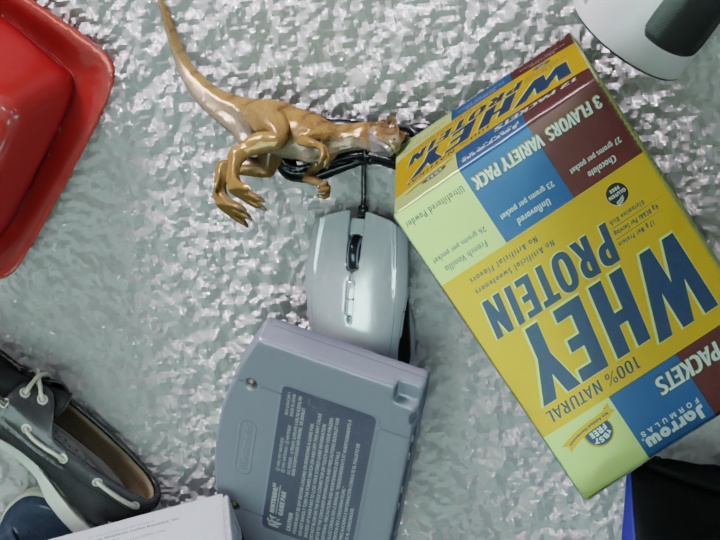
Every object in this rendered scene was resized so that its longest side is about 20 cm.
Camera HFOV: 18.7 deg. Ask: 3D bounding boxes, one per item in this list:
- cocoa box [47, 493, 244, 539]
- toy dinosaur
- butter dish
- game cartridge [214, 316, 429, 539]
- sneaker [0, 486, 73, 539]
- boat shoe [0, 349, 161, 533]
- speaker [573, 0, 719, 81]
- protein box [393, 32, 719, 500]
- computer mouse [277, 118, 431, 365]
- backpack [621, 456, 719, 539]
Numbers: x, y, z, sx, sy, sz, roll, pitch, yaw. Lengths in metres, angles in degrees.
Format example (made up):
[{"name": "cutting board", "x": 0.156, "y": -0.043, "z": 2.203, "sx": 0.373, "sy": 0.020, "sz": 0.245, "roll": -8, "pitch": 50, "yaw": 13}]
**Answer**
[{"name": "cocoa box", "x": -0.163, "y": 0.262, "z": 1.480, "sx": 0.198, "sy": 0.134, "sz": 0.132, "roll": -15, "pitch": 128, "yaw": 3}, {"name": "toy dinosaur", "x": -0.064, "y": -0.089, "z": 1.385, "sx": 0.199, "sy": 0.107, "sz": 0.061, "roll": 21, "pitch": 160, "yaw": 20}, {"name": "butter dish", "x": -0.293, "y": -0.093, "z": 1.417, "sx": 0.199, "sy": 0.148, "sz": 0.200, "roll": 33, "pitch": 118, "yaw": 1}, {"name": "game cartridge", "x": -0.031, "y": 0.123, "z": 1.465, "sx": 0.132, "sy": 0.041, "sz": 0.201, "roll": 16, "pitch": 131, "yaw": 6}, {"name": "sneaker", "x": -0.255, "y": 0.252, "z": 1.585, "sx": 0.074, "sy": 0.085, "sz": 0.201, "roll": 23, "pitch": 117, "yaw": 6}, {"name": "boat shoe", "x": -0.220, "y": 0.105, "z": 1.519, "sx": 0.060, "sy": 0.074, "sz": 0.200, "roll": -35, "pitch": 102, "yaw": 26}, {"name": "speaker", "x": 0.209, "y": -0.210, "z": 1.251, "sx": 0.081, "sy": 0.081, "sz": 0.201, "roll": 36, "pitch": 117, "yaw": 0}, {"name": "protein box", "x": 0.126, "y": -0.009, "z": 1.276, "sx": 0.134, "sy": 0.200, "sz": 0.199, "roll": -33, "pitch": 100, "yaw": 8}, {"name": "computer mouse", "x": 0.000, "y": 0.000, "z": 1.423, "sx": 0.109, "sy": 0.044, "sz": 0.202, "roll": 4, "pitch": 113, "yaw": 15}, {"name": "backpack", "x": 0.264, "y": 0.213, "z": 1.372, "sx": 0.198, "sy": 0.163, "sz": 0.169, "roll": 2, "pitch": 122, "yaw": 3}]
